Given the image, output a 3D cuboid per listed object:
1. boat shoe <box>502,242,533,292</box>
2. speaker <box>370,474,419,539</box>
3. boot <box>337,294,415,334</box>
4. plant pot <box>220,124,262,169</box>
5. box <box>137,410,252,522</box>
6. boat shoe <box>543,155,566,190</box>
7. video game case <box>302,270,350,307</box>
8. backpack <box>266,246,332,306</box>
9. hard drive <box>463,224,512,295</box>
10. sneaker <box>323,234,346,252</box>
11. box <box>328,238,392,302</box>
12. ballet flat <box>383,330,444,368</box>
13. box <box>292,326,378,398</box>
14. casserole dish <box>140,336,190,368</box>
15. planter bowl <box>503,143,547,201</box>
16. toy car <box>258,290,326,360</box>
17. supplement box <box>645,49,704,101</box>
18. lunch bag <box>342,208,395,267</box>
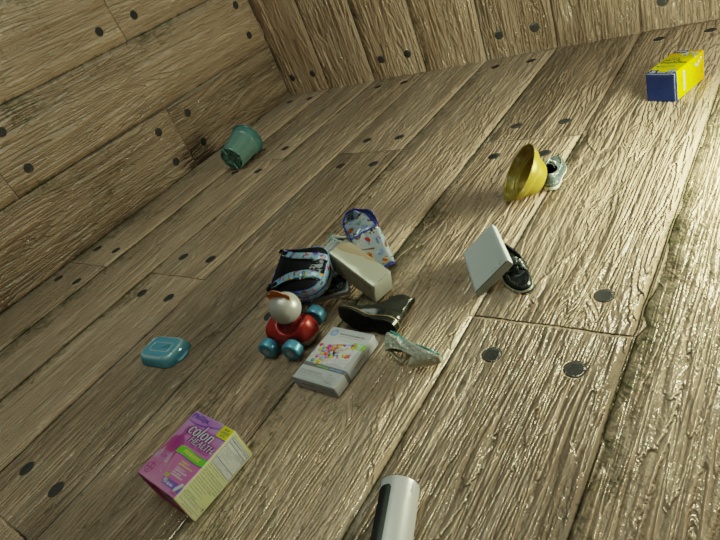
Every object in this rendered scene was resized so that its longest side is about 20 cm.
[{"bbox_3d":[0.424,-0.015,1.552,0.074,0.066,0.200,-17,33,10],"label":"boat shoe"},{"bbox_3d":[0.060,0.491,1.036,0.081,0.081,0.200,-10,35,22],"label":"speaker"},{"bbox_3d":[0.049,0.112,1.622,0.199,0.078,0.138,15,43,28],"label":"boot"},{"bbox_3d":[-0.698,-0.703,3.214,0.200,0.200,0.196,-1,46,33],"label":"plant pot"},{"bbox_3d":[-0.402,0.470,1.359,0.176,0.097,0.200,9,44,42],"label":"box"},{"bbox_3d":[0.656,-0.349,1.893,0.073,0.062,0.200,-4,37,30],"label":"boat shoe"},{"bbox_3d":[-0.120,0.024,1.841,0.199,0.023,0.182,-16,49,22],"label":"video game case"},{"bbox_3d":[-0.171,0.018,1.765,0.199,0.135,0.183,-7,53,30],"label":"backpack"},{"bbox_3d":[0.361,-0.033,1.600,0.132,0.026,0.200,-50,21,26],"label":"hard drive"},{"bbox_3d":[-0.102,-0.083,1.983,0.199,0.089,0.075,-20,33,7],"label":"sneaker"},{"bbox_3d":[0.000,0.000,1.724,0.078,0.095,0.200,-40,59,-21],"label":"box"},{"bbox_3d":[0.132,0.214,1.427,0.072,0.072,0.200,-39,33,-23],"label":"ballet flat"},{"bbox_3d":[-0.067,0.245,1.522,0.156,0.041,0.200,7,42,40],"label":"box"},{"bbox_3d":[-0.666,0.270,1.887,0.199,0.039,0.121,1,40,33],"label":"casserole dish"},{"bbox_3d":[0.558,-0.310,1.843,0.083,0.201,0.201,18,35,-8],"label":"planter bowl"},{"bbox_3d":[-0.228,0.129,1.648,0.176,0.200,0.184,-1,38,33],"label":"toy car"},{"bbox_3d":[1.164,-0.721,2.060,0.200,0.110,0.109,-37,34,-21],"label":"supplement box"},{"bbox_3d":[0.019,-0.105,1.857,0.124,0.170,0.200,-28,29,-4],"label":"lunch bag"}]
